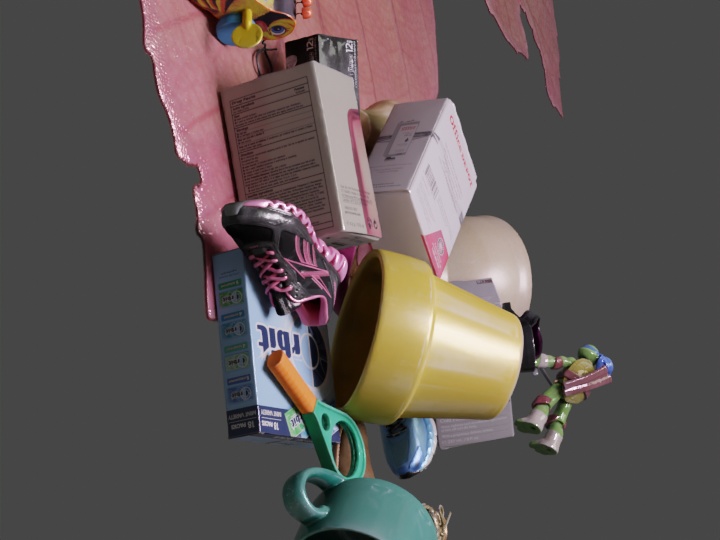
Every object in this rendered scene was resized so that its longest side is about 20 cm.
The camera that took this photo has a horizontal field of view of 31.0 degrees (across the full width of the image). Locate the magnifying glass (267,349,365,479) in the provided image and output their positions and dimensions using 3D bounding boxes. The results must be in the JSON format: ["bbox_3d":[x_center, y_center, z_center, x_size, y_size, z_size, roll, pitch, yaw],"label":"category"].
[{"bbox_3d":[-0.045,0.160,1.409,0.200,0.022,0.080,56,33,-34],"label":"magnifying glass"}]

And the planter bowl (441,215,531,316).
[{"bbox_3d":[0.115,0.020,1.765,0.135,0.200,0.201,4,72,-36],"label":"planter bowl"}]

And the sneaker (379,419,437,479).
[{"bbox_3d":[0.035,0.168,1.641,0.090,0.078,0.200,24,46,-48],"label":"sneaker"}]

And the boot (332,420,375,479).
[{"bbox_3d":[0.011,0.264,1.519,0.074,0.075,0.200,31,49,-55],"label":"boot"}]

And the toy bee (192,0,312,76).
[{"bbox_3d":[-0.117,-0.311,1.512,0.200,0.109,0.131,8,68,-64],"label":"toy bee"}]

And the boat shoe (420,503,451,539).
[{"bbox_3d":[0.072,0.331,1.625,0.200,0.063,0.073,7,70,-65],"label":"boat shoe"}]

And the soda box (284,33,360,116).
[{"bbox_3d":[-0.045,-0.183,1.591,0.071,0.063,0.200,-1,88,-44],"label":"soda box"}]

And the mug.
[{"bbox_3d":[0.006,0.285,1.388,0.114,0.152,0.185,-61,150,-56],"label":"mug"}]

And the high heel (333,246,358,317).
[{"bbox_3d":[0.000,0.000,1.607,0.200,0.096,0.067,57,30,-35],"label":"high heel"}]

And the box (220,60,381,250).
[{"bbox_3d":[-0.067,-0.121,1.490,0.109,0.128,0.200,8,71,-64],"label":"box"}]

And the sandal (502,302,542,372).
[{"bbox_3d":[0.207,0.087,1.613,0.200,0.048,0.075,-98,-177,-80],"label":"sandal"}]

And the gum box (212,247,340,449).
[{"bbox_3d":[-0.091,0.089,1.427,0.170,0.044,0.200,20,58,-60],"label":"gum box"}]

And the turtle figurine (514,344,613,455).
[{"bbox_3d":[0.310,0.200,2.194,0.194,0.200,0.144,-60,165,-27],"label":"turtle figurine"}]

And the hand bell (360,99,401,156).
[{"bbox_3d":[-0.031,-0.188,1.687,0.200,0.104,0.104,7,71,-50],"label":"hand bell"}]

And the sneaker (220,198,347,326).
[{"bbox_3d":[-0.081,-0.004,1.374,0.200,0.079,0.096,40,52,-48],"label":"sneaker"}]

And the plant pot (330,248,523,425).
[{"bbox_3d":[0.079,0.093,1.519,0.189,0.201,0.201,15,53,-13],"label":"plant pot"}]

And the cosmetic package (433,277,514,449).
[{"bbox_3d":[0.134,0.118,1.674,0.090,0.107,0.200,-101,-179,-64],"label":"cosmetic package"}]

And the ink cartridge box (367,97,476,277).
[{"bbox_3d":[0.072,-0.102,1.642,0.200,0.083,0.147,-66,144,-45],"label":"ink cartridge box"}]
